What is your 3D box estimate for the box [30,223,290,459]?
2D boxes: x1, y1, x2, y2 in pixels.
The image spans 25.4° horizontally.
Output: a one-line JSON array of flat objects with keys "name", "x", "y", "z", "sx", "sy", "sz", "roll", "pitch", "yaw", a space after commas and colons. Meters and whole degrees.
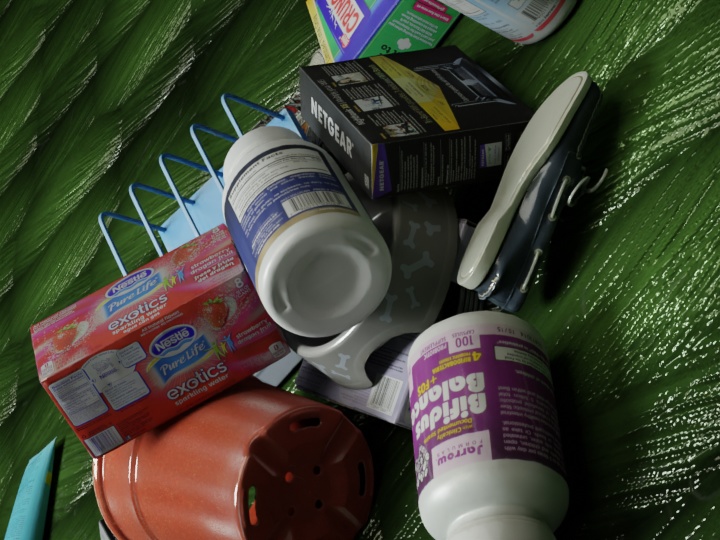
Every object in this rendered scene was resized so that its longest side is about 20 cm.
[{"name": "box", "x": -0.174, "y": 0.060, "z": 1.388, "sx": 0.199, "sy": 0.100, "sz": 0.096, "roll": -29, "pitch": 33, "yaw": -1}]

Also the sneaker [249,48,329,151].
[{"name": "sneaker", "x": -0.071, "y": -0.143, "z": 1.682, "sx": 0.078, "sy": 0.082, "sz": 0.201, "roll": 19, "pitch": 86, "yaw": 60}]

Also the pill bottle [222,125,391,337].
[{"name": "pill bottle", "x": -0.054, "y": -0.041, "z": 1.342, "sx": 0.111, "sy": 0.111, "sz": 0.200, "roll": -56, "pitch": 32, "yaw": 18}]

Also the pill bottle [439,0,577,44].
[{"name": "pill bottle", "x": 0.092, "y": -0.284, "z": 1.393, "sx": 0.109, "sy": 0.199, "sz": 0.109, "roll": -36, "pitch": 42, "yaw": 41}]

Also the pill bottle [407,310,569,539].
[{"name": "pill bottle", "x": 0.095, "y": 0.139, "z": 1.190, "sx": 0.112, "sy": 0.112, "sz": 0.201, "roll": -42, "pitch": 38, "yaw": 37}]

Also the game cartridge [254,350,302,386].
[{"name": "game cartridge", "x": -0.102, "y": 0.041, "z": 1.556, "sx": 0.200, "sy": 0.133, "sz": 0.041, "roll": -47, "pitch": 30, "yaw": 30}]

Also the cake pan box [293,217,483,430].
[{"name": "cake pan box", "x": 0.032, "y": 0.040, "z": 1.424, "sx": 0.200, "sy": 0.052, "sz": 0.185, "roll": 10, "pitch": 81, "yaw": 60}]

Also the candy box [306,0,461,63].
[{"name": "candy box", "x": 0.038, "y": -0.291, "z": 1.610, "sx": 0.200, "sy": 0.077, "sz": 0.170, "roll": -53, "pitch": 33, "yaw": 26}]

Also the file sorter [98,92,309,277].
[{"name": "file sorter", "x": -0.142, "y": -0.059, "z": 1.594, "sx": 0.200, "sy": 0.122, "sz": 0.139, "roll": -41, "pitch": 61, "yaw": 21}]

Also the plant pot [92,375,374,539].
[{"name": "plant pot", "x": -0.103, "y": 0.180, "z": 1.423, "sx": 0.195, "sy": 0.200, "sz": 0.202, "roll": 5, "pitch": 74, "yaw": 51}]

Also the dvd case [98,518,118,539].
[{"name": "dvd case", "x": -0.209, "y": 0.355, "z": 1.523, "sx": 0.150, "sy": 0.025, "sz": 0.201, "roll": -142, "pitch": 44, "yaw": -60}]

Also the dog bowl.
[{"name": "dog bowl", "x": 0.000, "y": 0.000, "z": 1.396, "sx": 0.200, "sy": 0.058, "sz": 0.201, "roll": -35, "pitch": 44, "yaw": 42}]

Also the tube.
[{"name": "tube", "x": -0.411, "y": 0.305, "z": 1.974, "sx": 0.077, "sy": 0.050, "sz": 0.201, "roll": -34, "pitch": 39, "yaw": 38}]

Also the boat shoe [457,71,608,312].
[{"name": "boat shoe", "x": 0.148, "y": -0.063, "z": 1.287, "sx": 0.201, "sy": 0.062, "sz": 0.075, "roll": -63, "pitch": 13, "yaw": -10}]

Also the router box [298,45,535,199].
[{"name": "router box", "x": 0.049, "y": -0.134, "z": 1.405, "sx": 0.200, "sy": 0.156, "sz": 0.053, "roll": -127, "pitch": 31, "yaw": -57}]
